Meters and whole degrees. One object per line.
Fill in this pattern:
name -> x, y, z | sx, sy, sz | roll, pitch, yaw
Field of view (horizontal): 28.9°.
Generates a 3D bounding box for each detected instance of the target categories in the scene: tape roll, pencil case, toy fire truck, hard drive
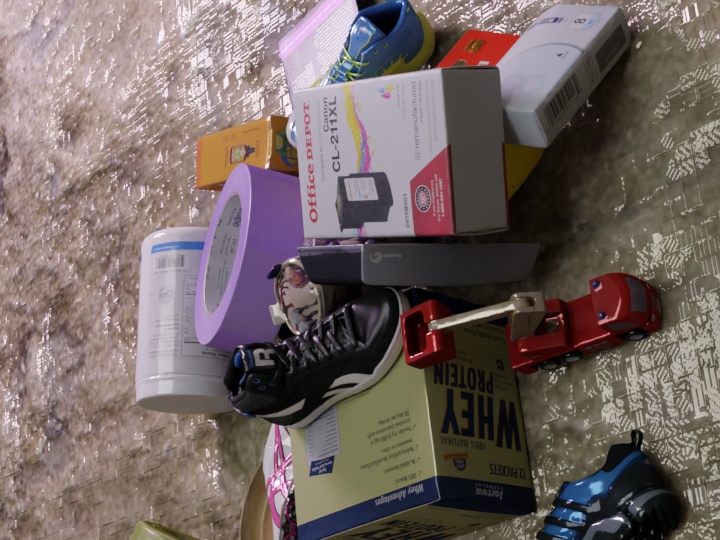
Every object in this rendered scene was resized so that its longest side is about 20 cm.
tape roll -> -0.123, -0.011, 1.529 | 0.200, 0.065, 0.203 | -166, 90, -71
pencil case -> 0.000, 0.000, 1.406 | 0.089, 0.199, 0.079 | -10, 100, 49
toy fire truck -> 0.150, 0.045, 1.238 | 0.198, 0.140, 0.049 | -22, 63, 32
hard drive -> 0.055, -0.007, 1.307 | 0.134, 0.198, 0.043 | -1, 90, 58

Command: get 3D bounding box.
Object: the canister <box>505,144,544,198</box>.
canister -> 0.070, -0.117, 1.405 | 0.199, 0.087, 0.149 | 11, 51, 48

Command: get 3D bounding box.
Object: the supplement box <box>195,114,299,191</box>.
supplement box -> -0.127, -0.135, 1.653 | 0.199, 0.068, 0.068 | -5, 82, 61

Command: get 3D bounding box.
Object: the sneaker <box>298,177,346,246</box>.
sneaker -> -0.030, -0.047, 1.544 | 0.088, 0.080, 0.203 | 30, 108, 43

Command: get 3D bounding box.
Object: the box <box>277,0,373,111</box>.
box -> -0.027, -0.223, 1.617 | 0.143, 0.036, 0.202 | -37, 53, 38

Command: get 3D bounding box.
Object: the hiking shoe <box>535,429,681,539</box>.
hiking shoe -> 0.190, 0.232, 1.222 | 0.200, 0.074, 0.087 | -41, 43, 22

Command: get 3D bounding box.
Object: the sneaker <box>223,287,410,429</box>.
sneaker -> -0.050, 0.081, 1.292 | 0.200, 0.111, 0.074 | -44, 50, 31

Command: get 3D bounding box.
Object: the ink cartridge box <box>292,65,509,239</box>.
ink cartridge box -> 0.034, -0.104, 1.285 | 0.199, 0.082, 0.148 | -1, 96, 46

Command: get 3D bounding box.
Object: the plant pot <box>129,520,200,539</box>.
plant pot -> -0.227, 0.393, 1.568 | 0.199, 0.199, 0.195 | 13, 78, 49

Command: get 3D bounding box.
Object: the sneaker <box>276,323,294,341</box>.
sneaker -> -0.058, 0.076, 1.514 | 0.200, 0.103, 0.060 | -52, 46, 25

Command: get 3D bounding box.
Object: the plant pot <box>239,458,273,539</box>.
plant pot -> -0.061, 0.281, 1.519 | 0.199, 0.027, 0.203 | -16, 68, 46

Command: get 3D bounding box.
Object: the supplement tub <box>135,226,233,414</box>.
supplement tub -> -0.200, 0.061, 1.661 | 0.131, 0.131, 0.203 | -16, 68, 45

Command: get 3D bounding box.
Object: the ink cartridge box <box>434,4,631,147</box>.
ink cartridge box -> 0.134, -0.193, 1.334 | 0.198, 0.048, 0.160 | 13, 53, 41

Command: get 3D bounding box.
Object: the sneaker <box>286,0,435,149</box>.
sneaker -> -0.011, -0.218, 1.489 | 0.200, 0.105, 0.076 | -43, 61, -6

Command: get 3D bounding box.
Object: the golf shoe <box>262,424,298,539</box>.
golf shoe -> -0.065, 0.221, 1.471 | 0.092, 0.072, 0.203 | -24, 52, 49

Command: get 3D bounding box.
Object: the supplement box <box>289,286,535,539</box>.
supplement box -> 0.042, 0.153, 1.355 | 0.199, 0.133, 0.202 | -27, 60, 41
